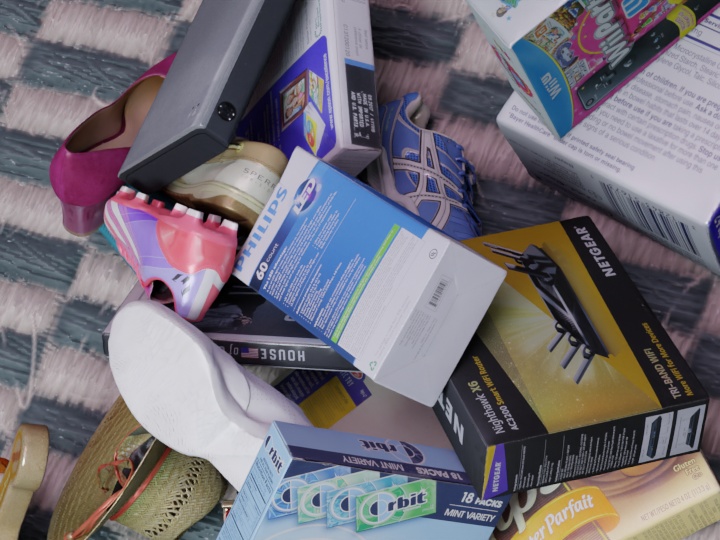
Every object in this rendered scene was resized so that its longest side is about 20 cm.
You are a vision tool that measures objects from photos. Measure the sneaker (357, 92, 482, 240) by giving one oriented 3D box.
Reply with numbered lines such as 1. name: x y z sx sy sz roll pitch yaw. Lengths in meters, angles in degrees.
1. sneaker: 0.054 -0.056 1.542 0.077 0.076 0.200 -36 60 1

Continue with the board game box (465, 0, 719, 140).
1. board game box: 0.178 -0.198 1.403 0.200 0.148 0.064 -38 62 2

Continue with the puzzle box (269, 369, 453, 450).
1. puzzle box: 0.010 0.114 1.476 0.133 0.025 0.200 -38 39 2

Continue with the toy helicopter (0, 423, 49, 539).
1. toy helicopter: -0.256 0.173 1.509 0.079 0.200 0.133 12 44 -17

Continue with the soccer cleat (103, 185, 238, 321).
1. soccer cleat: -0.146 -0.013 1.502 0.200 0.067 0.077 15 85 63

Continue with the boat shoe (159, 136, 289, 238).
1. boat shoe: -0.098 -0.067 1.552 0.067 0.074 0.200 -59 23 -6

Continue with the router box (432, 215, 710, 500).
1. router box: 0.119 0.054 1.396 0.157 0.052 0.200 -12 42 -16

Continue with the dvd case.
1. dvd case: -0.069 0.025 1.507 0.199 0.025 0.150 2 26 12

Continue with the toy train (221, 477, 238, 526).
1. toy train: -0.082 0.195 1.479 0.034 0.046 0.201 -1 81 4

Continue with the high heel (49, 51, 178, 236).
1. high heel: -0.170 -0.120 1.602 0.067 0.096 0.200 22 56 10

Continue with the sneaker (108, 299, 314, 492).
1. sneaker: -0.086 0.095 1.423 0.200 0.088 0.075 44 114 8

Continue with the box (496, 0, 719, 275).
1. box: 0.232 -0.130 1.496 0.184 0.105 0.200 30 81 28

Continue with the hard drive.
1. hard drive: -0.102 -0.161 1.543 0.139 0.033 0.200 -24 38 56

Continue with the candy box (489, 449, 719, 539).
1. candy box: 0.139 0.156 1.434 0.200 0.055 0.116 -28 59 7

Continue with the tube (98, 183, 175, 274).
1. tube: -0.159 -0.024 1.623 0.077 0.050 0.200 -48 65 7

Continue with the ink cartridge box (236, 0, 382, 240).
1. ink cartridge box: -0.055 -0.135 1.597 0.200 0.043 0.199 -37 51 49

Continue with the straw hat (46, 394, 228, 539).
1. straw hat: -0.144 0.150 1.515 0.085 0.201 0.201 34 79 -14

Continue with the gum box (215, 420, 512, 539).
1. gum box: -0.017 0.200 1.363 0.200 0.169 0.045 -64 32 24

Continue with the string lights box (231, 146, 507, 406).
1. string lights box: 0.000 0.000 1.393 0.200 0.059 0.103 35 97 52
